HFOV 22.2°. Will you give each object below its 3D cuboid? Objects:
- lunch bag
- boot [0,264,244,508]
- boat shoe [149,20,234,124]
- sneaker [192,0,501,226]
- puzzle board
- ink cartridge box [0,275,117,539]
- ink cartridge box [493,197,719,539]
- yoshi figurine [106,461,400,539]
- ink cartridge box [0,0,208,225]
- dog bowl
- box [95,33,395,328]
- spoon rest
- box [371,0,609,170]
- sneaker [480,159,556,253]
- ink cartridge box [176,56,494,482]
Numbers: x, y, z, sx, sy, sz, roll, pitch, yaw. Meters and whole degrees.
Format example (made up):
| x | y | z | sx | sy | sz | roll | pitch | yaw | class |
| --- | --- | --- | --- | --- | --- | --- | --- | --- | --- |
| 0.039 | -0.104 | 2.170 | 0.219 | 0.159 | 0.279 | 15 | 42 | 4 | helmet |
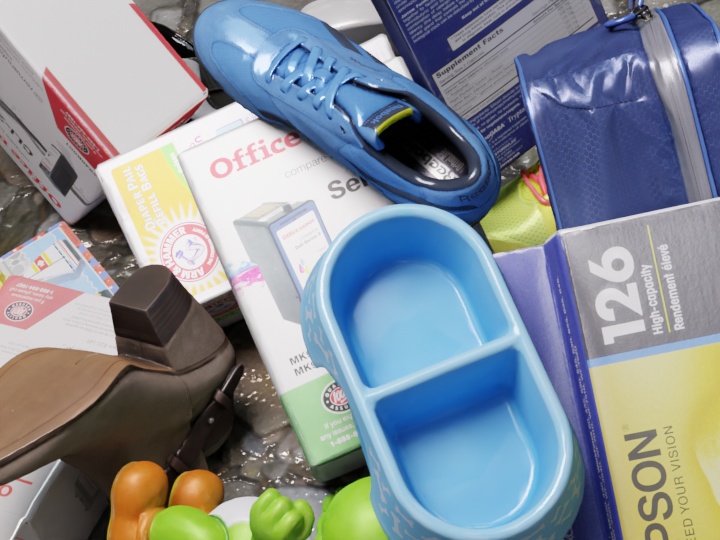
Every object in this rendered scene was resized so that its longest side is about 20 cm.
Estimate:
| x | y | z | sx | sy | sz | roll | pitch | yaw | class |
| --- | --- | --- | --- | --- | --- | --- | --- | --- | --- |
| 0.169 | -0.059 | 1.030 | 0.132 | 0.200 | 0.136 | -14 | 16 | 7 | lunch bag |
| -0.141 | 0.097 | 1.046 | 0.070 | 0.146 | 0.200 | 23 | 52 | 34 | boot |
| -0.111 | -0.127 | 1.320 | 0.201 | 0.074 | 0.063 | 35 | 105 | 46 | boat shoe |
| -0.008 | -0.095 | 0.994 | 0.200 | 0.078 | 0.066 | 35 | 83 | 11 | sneaker |
| -0.228 | 0.049 | 1.236 | 0.151 | 0.017 | 0.200 | -33 | 42 | -12 | puzzle board |
| -0.207 | 0.107 | 1.112 | 0.116 | 0.068 | 0.200 | 13 | 55 | 26 | ink cartridge box |
| 0.166 | 0.066 | 0.936 | 0.200 | 0.047 | 0.198 | -13 | 83 | 9 | ink cartridge box |
| -0.033 | 0.140 | 0.986 | 0.200 | 0.112 | 0.112 | 15 | 47 | 32 | yoshi figurine |
| -0.199 | -0.126 | 1.247 | 0.084 | 0.144 | 0.200 | -41 | 4 | -19 | ink cartridge box |
| 0.041 | 0.055 | 0.922 | 0.111 | 0.050 | 0.200 | -21 | 73 | -6 | dog bowl |
| -0.051 | -0.048 | 1.163 | 0.200 | 0.101 | 0.113 | -24 | 79 | -2 | box |
| -0.045 | -0.134 | 1.205 | 0.200 | 0.099 | 0.061 | -12 | 81 | 36 | spoon rest |
| 0.075 | -0.157 | 1.066 | 0.121 | 0.200 | 0.032 | -37 | 42 | -7 | box |
| 0.145 | -0.067 | 1.136 | 0.200 | 0.090 | 0.078 | -26 | 41 | -2 | sneaker |
| 0.000 | 0.000 | 1.056 | 0.145 | 0.088 | 0.200 | -23 | 76 | -2 | ink cartridge box |
